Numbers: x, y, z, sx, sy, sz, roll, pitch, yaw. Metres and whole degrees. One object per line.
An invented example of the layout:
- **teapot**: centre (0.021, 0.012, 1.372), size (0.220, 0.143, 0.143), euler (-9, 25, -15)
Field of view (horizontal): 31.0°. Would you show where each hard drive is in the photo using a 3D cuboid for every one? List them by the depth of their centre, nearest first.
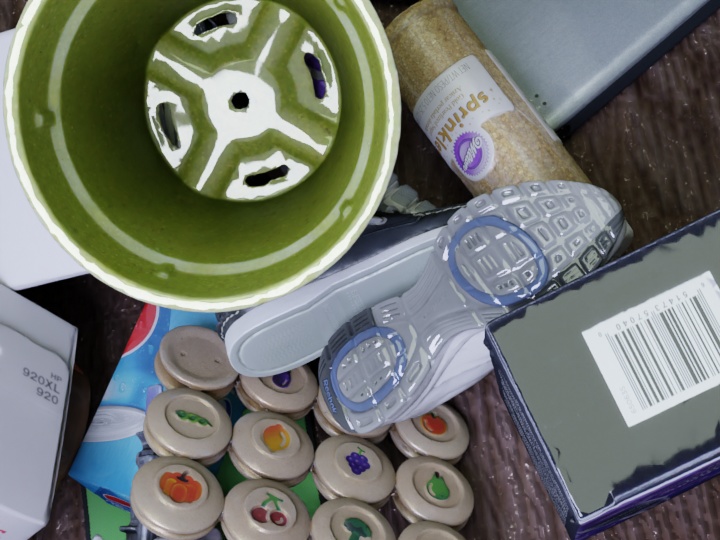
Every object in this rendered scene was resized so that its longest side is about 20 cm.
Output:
- **hard drive**: centre (0.151, -0.187, 0.889), size (0.199, 0.033, 0.140), euler (-40, 63, -6)

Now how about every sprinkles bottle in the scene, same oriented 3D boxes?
- **sprinkles bottle**: centre (0.087, -0.079, 0.815), size (0.068, 0.068, 0.201), euler (-34, 71, -3)

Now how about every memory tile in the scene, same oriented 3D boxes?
- **memory tile**: centre (-0.026, 0.106, 0.732), size (0.198, 0.017, 0.154), euler (17, 37, -11)

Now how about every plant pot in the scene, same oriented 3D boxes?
- **plant pot**: centre (-0.075, -0.093, 0.727), size (0.197, 0.184, 0.203), euler (0, 99, 2)

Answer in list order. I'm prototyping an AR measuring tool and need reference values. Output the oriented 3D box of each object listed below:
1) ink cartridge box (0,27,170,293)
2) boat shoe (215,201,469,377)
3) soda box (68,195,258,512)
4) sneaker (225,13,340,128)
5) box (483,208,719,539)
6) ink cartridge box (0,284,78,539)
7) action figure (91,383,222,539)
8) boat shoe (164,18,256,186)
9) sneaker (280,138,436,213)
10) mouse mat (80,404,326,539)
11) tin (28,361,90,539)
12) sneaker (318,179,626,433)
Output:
- **ink cartridge box**: centre (-0.234, -0.060, 0.820), size (0.197, 0.147, 0.148), euler (-12, 95, 18)
- **boat shoe**: centre (0.007, -0.006, 0.753), size (0.198, 0.076, 0.061), euler (-19, 54, -9)
- **soda box**: centre (-0.105, 0.056, 0.822), size (0.067, 0.064, 0.202), euler (15, 69, 19)
- **sneaker**: centre (-0.039, -0.169, 0.867), size (0.083, 0.080, 0.201), euler (-45, 68, 27)
- **box**: centre (0.154, 0.062, 0.679), size (0.147, 0.200, 0.105), euler (-26, 73, 2)
- **ink cartridge box**: centre (-0.280, 0.100, 0.731), size (0.199, 0.147, 0.146), euler (-37, 38, 29)
- **action figure**: centre (-0.075, 0.159, 0.713), size (0.191, 0.104, 0.203), euler (1, 78, -27)
- **boat shoe**: centre (-0.106, -0.140, 0.913), size (0.061, 0.075, 0.203), euler (-9, 70, 4)
- **sneaker**: centre (0.000, 0.000, 0.822), size (0.199, 0.075, 0.116), euler (34, 80, 24)
- **mouse mat**: centre (-0.091, 0.185, 0.798), size (0.159, 0.008, 0.202), euler (-16, 64, 6)
- **tin**: centre (-0.232, 0.140, 0.801), size (0.112, 0.042, 0.202), euler (14, 74, 60)
- **sneaker**: centre (0.066, 0.019, 0.723), size (0.199, 0.087, 0.075), euler (-37, 67, 25)
